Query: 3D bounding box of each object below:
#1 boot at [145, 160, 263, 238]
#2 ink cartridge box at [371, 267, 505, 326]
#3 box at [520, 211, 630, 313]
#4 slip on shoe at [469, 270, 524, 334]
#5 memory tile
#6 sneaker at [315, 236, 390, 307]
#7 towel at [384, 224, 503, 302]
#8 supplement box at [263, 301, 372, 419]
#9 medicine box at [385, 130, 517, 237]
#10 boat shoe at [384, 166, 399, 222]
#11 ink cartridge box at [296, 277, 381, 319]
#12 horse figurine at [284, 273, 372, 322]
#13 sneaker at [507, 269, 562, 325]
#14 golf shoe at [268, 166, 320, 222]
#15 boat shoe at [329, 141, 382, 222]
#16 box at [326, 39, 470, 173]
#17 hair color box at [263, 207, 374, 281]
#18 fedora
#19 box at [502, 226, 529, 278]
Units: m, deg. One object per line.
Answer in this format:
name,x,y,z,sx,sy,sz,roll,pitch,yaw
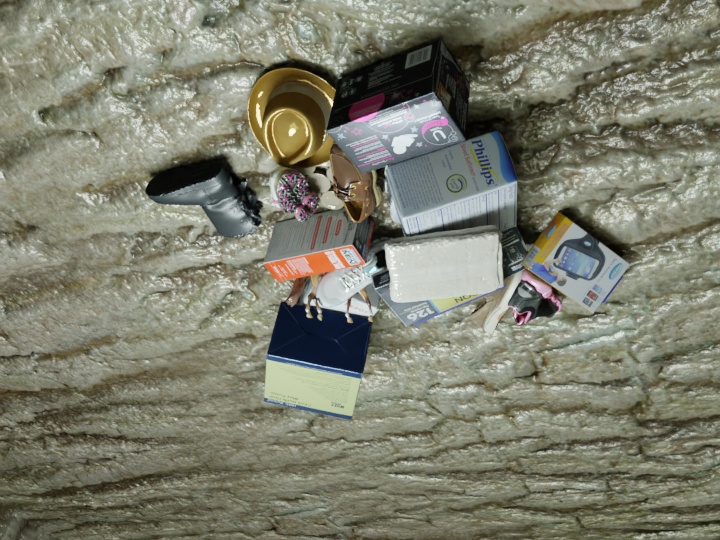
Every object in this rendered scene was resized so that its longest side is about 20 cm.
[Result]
boot,-0.299,-0.129,1.769,0.197,0.074,0.163,-10,139,24
ink cartridge box,0.149,0.033,1.647,0.197,0.047,0.200,-24,139,15
box,0.412,-0.007,1.701,0.199,0.041,0.119,32,100,-20
slip on shoe,0.279,0.050,1.833,0.060,0.076,0.200,32,144,10
memory tile,-0.051,-0.196,1.665,0.153,0.017,0.200,-17,131,31
sneaker,0.000,0.000,1.747,0.075,0.200,0.087,55,168,-11
towel,0.143,-0.011,1.535,0.199,0.035,0.133,-6,129,4
supplement box,-0.091,0.192,1.905,0.199,0.135,0.200,12,143,1
medicine box,0.159,-0.124,1.539,0.199,0.103,0.182,-18,158,2
boat shoe,0.076,-0.152,1.644,0.071,0.068,0.200,-20,158,0
ink cartridge box,-0.058,0.075,1.930,0.145,0.088,0.200,22,142,-12
horse figurine,-0.049,0.034,1.800,0.199,0.133,0.050,4,167,-17
sneaker,0.332,0.067,1.771,0.079,0.096,0.200,34,179,29
golf shoe,-0.138,-0.147,1.644,0.092,0.073,0.200,36,175,13
boat shoe,-0.013,-0.152,1.600,0.072,0.068,0.200,21,160,25
box,0.064,-0.262,1.467,0.199,0.133,0.115,-14,137,29
hair color box,-0.081,-0.053,1.767,0.199,0.111,0.064,-11,136,27
fedora,-0.115,-0.244,1.554,0.199,0.082,0.201,10,133,11
box,0.203,-0.035,1.695,0.199,0.044,0.161,-27,123,9
